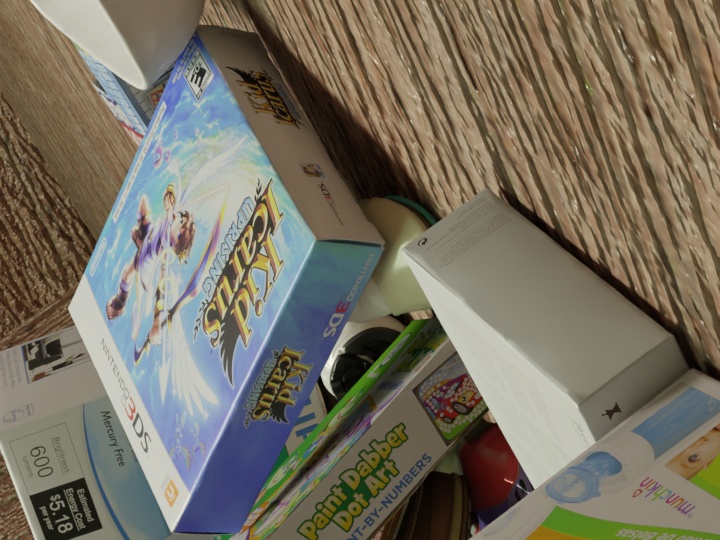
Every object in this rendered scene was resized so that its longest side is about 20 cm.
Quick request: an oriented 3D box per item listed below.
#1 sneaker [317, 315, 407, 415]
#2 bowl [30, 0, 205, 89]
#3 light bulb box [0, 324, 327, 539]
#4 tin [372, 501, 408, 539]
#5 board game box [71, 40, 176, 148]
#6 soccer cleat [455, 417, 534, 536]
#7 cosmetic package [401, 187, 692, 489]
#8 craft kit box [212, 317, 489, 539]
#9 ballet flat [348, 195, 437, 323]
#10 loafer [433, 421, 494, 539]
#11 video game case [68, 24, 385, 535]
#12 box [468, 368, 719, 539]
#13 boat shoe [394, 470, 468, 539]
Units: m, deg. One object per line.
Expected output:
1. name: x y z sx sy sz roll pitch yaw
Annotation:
1. sneaker: 0.005 0.066 1.502 0.200 0.074 0.080 78 165 -57
2. bowl: -0.160 -0.208 1.234 0.200 0.075 0.200 36 161 56
3. light bulb box: -0.115 0.128 1.504 0.125 0.199 0.199 -120 12 -65
4. tin: 0.026 0.177 1.419 0.042 0.201 0.112 7 153 29
5. board game box: -0.122 -0.103 1.540 0.200 0.062 0.200 57 172 -16
6. soccer cleat: 0.100 0.144 1.261 0.076 0.067 0.200 44 165 32
7. cosmetic package: 0.107 0.078 0.966 0.200 0.052 0.151 60 173 -34
8. craft kit box: -0.008 0.109 1.241 0.049 0.197 0.200 46 172 -4
9. ballet flat: 0.000 0.000 1.223 0.070 0.069 0.200 55 172 -7
10. loafer: 0.056 0.182 1.368 0.068 0.076 0.201 12 110 36
11. video game case: -0.077 0.005 1.230 0.182 0.045 0.201 58 132 41
12. box: 0.133 0.122 0.772 0.102 0.112 0.200 56 171 -17
13. boat shoe: 0.010 0.185 1.162 0.067 0.201 0.072 14 150 3
